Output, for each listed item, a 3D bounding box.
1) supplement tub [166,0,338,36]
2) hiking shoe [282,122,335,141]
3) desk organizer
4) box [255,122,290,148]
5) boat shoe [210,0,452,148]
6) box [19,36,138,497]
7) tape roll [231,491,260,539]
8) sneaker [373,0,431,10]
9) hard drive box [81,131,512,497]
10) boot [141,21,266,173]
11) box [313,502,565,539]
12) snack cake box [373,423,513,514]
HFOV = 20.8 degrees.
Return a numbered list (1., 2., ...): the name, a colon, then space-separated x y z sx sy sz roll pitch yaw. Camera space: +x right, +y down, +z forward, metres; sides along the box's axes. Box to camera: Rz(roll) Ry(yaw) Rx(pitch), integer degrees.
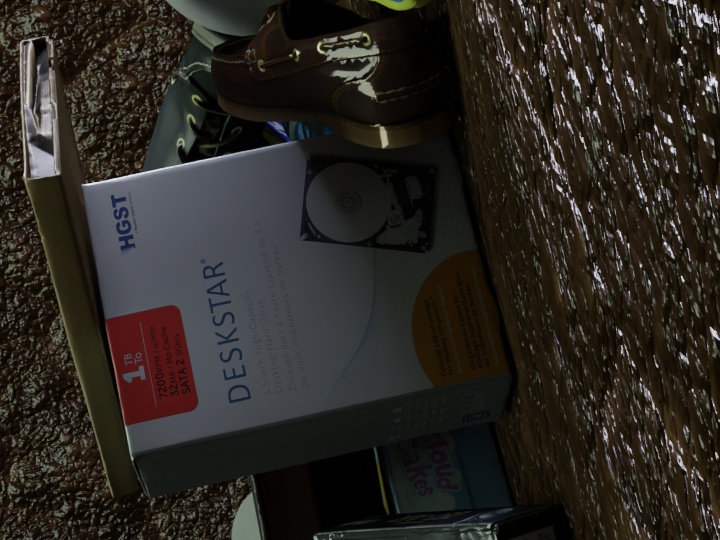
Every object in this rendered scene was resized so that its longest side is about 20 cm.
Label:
1. supplement tub: -0.072 -0.229 1.202 0.200 0.144 0.147 -115 13 -72
2. hiking shoe: -0.006 -0.076 1.230 0.200 0.074 0.087 107 152 -81
3. desk organizer: -0.025 0.123 1.130 0.072 0.076 0.202 -127 26 -78
4. box: -0.052 -0.044 1.330 0.064 0.070 0.200 24 -164 -44
5. boat shoe: -0.021 -0.116 1.052 0.199 0.070 0.071 14 128 53
6. box: -0.154 -0.003 1.068 0.164 0.021 0.201 -107 8 -57
7. tape roll: 0.003 0.213 1.304 0.037 0.202 0.204 -43 -45 -42
8. sneaker: -0.022 -0.166 0.993 0.200 0.104 0.076 -118 16 -75
9. hard drive box: -0.035 0.018 1.039 0.077 0.198 0.157 89 167 -70
10. boot: -0.098 -0.077 1.248 0.204 0.073 0.155 -153 83 -81
11. box: 0.055 0.222 0.987 0.160 0.043 0.202 -13 89 54
12. snack cake box: 0.057 0.172 1.140 0.115 0.067 0.201 83 173 -57
